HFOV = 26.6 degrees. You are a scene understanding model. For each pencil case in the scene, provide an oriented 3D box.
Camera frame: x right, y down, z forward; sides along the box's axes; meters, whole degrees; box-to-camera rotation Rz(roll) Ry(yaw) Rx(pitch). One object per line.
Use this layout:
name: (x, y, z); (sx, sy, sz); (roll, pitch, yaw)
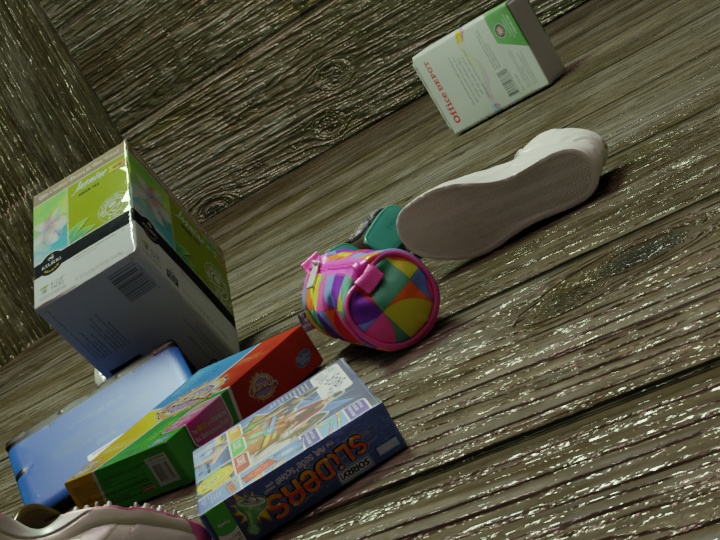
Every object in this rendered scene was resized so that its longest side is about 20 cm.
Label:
pencil case: (0.002, 0.022, 1.285); (0.088, 0.089, 0.200); (-33, 9, -13)

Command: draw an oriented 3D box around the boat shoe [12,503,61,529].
boat shoe: (-0.229, 0.232, 0.975); (0.065, 0.073, 0.200); (-57, 5, 26)

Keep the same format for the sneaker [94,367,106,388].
sneaker: (-0.232, 0.094, 1.776); (0.087, 0.076, 0.200); (-27, 10, 32)

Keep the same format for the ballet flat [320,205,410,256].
ballet flat: (0.000, 0.000, 1.546); (0.072, 0.072, 0.200); (-26, 9, 33)

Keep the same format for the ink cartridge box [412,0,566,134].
ink cartridge box: (0.203, -0.327, 2.425); (0.199, 0.146, 0.087); (-27, 8, 35)

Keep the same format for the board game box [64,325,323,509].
board game box: (-0.143, 0.131, 1.324); (0.152, 0.041, 0.200); (-25, 11, 41)

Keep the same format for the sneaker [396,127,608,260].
sneaker: (0.137, -0.072, 1.410); (0.198, 0.074, 0.116); (-18, 11, 23)

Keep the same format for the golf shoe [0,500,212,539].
golf shoe: (-0.186, 0.192, 0.923); (0.198, 0.092, 0.076); (-1, -32, -15)

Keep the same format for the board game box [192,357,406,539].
board game box: (-0.048, 0.121, 1.035); (0.135, 0.035, 0.200); (-32, 8, -3)

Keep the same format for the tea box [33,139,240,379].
tea box: (-0.244, 0.008, 1.655); (0.133, 0.200, 0.198); (-30, 40, 11)

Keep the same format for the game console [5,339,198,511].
game console: (-0.237, 0.173, 1.521); (0.199, 0.119, 0.171); (-33, 39, -4)
